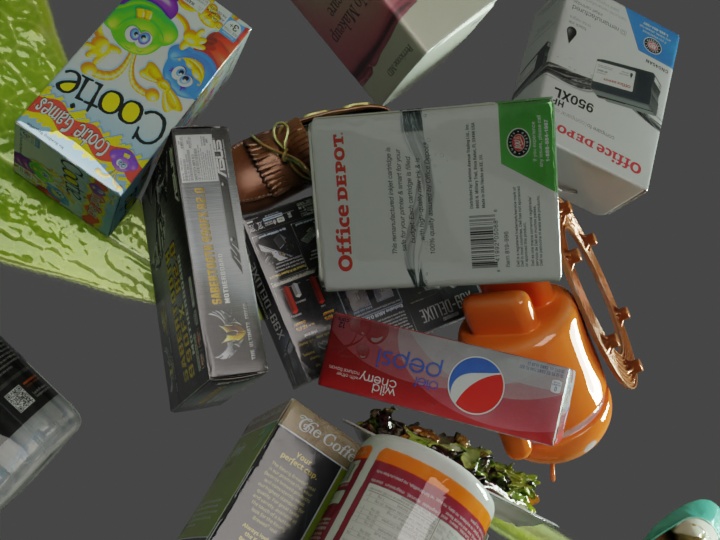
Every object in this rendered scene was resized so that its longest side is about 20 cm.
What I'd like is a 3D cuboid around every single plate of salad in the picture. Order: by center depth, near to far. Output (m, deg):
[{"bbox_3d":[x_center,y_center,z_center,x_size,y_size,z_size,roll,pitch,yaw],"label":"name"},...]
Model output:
[{"bbox_3d":[0.077,0.160,0.825,0.199,0.200,0.048,28,82,-11],"label":"plate of salad"}]

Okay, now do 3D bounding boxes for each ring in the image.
[{"bbox_3d":[0.228,0.017,0.949,0.201,0.019,0.201,52,25,-36],"label":"ring"}]

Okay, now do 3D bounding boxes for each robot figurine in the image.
[{"bbox_3d":[0.162,0.091,0.905,0.116,0.144,0.201,-24,114,3],"label":"robot figurine"}]

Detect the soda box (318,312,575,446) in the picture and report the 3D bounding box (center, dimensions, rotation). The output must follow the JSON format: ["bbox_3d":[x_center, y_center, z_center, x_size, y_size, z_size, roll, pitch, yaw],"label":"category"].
[{"bbox_3d":[0.071,0.088,0.811,0.198,0.070,0.064,12,87,18],"label":"soda box"}]

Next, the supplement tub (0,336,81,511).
[{"bbox_3d":[-0.319,0.088,0.739,0.200,0.122,0.123,45,65,-4],"label":"supplement tub"}]

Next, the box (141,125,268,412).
[{"bbox_3d":[-0.134,0.004,0.814,0.048,0.158,0.202,-5,76,-23],"label":"box"}]

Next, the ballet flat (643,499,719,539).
[{"bbox_3d":[0.295,0.280,0.942,0.199,0.070,0.068,-24,83,-25],"label":"ballet flat"}]

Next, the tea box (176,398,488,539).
[{"bbox_3d":[-0.040,0.244,0.792,0.199,0.134,0.197,36,66,-8],"label":"tea box"}]

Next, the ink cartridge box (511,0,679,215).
[{"bbox_3d":[0.243,-0.182,1.052,0.144,0.084,0.201,23,68,-13],"label":"ink cartridge box"}]

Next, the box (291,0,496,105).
[{"bbox_3d":[0.013,-0.286,0.973,0.109,0.128,0.200,-40,90,-25],"label":"box"}]

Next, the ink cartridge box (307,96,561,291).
[{"bbox_3d":[0.064,-0.063,0.828,0.198,0.083,0.148,-2,97,10],"label":"ink cartridge box"}]

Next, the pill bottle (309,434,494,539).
[{"bbox_3d":[0.005,0.224,0.680,0.109,0.110,0.201,34,66,-8],"label":"pill bottle"}]

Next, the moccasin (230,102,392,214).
[{"bbox_3d":[-0.056,-0.107,0.921,0.200,0.078,0.074,-18,81,-24],"label":"moccasin"}]

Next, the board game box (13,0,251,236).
[{"bbox_3d":[-0.199,-0.150,0.865,0.103,0.105,0.201,35,65,-7],"label":"board game box"}]

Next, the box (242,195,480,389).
[{"bbox_3d":[0.000,0.000,0.926,0.199,0.050,0.159,-21,83,-24],"label":"box"}]
